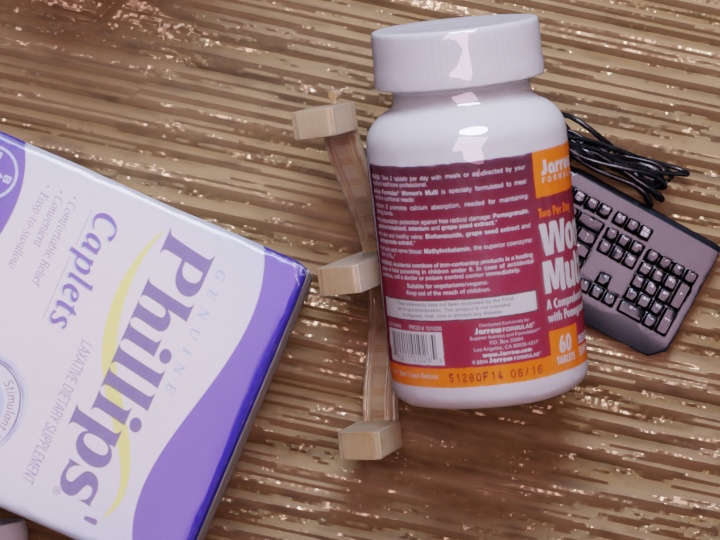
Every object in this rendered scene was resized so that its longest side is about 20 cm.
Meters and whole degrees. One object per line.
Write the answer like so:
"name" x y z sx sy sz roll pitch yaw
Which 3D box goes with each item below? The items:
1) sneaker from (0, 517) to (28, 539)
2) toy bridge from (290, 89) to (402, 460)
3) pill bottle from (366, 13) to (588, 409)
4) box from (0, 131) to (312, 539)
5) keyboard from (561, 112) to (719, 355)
"sneaker" -0.263 0.207 1.402 0.200 0.074 0.116 -16 86 7
"toy bridge" 0.000 0.000 1.425 0.027 0.067 0.201 -5 96 25
"pill bottle" 0.061 -0.033 1.391 0.109 0.110 0.201 -6 99 -2
"box" -0.150 0.045 1.401 0.200 0.105 0.184 23 85 0
"keyboard" 0.106 -0.041 1.450 0.200 0.040 0.104 28 85 0
